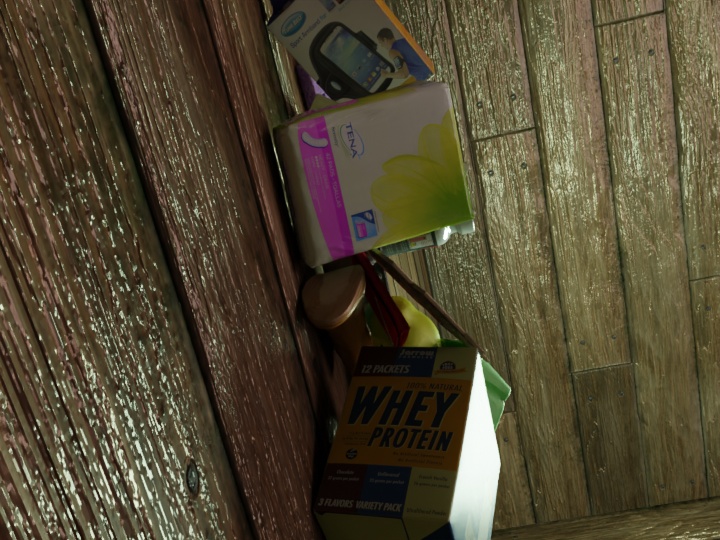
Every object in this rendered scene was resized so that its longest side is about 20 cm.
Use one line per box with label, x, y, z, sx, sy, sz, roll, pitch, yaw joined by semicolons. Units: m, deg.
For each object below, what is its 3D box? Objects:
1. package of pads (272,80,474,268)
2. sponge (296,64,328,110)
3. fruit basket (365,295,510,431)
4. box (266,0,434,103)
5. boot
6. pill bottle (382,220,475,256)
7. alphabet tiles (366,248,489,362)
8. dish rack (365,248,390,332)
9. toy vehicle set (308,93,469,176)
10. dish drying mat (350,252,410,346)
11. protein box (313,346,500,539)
package of pads;0.014;-0.108;0.875;0.068;0.195;0.159;-150;-134;-71
sponge;-0.019;-0.211;1.148;0.111;0.029;0.204;-38;127;-35
fruit basket;0.071;0.136;1.067;0.158;0.211;0.216;-64;161;-13
box;-0.017;-0.272;0.957;0.200;0.118;0.042;43;24;-27
boot;-0.014;0.062;0.912;0.202;0.069;0.147;-92;169;-66
pill bottle;0.083;-0.091;1.330;0.116;0.195;0.119;-11;90;-81
alphabet tiles;0.068;0.030;0.920;0.166;0.006;0.200;44;-1;-22
dish rack;0.004;0.017;1.152;0.200;0.053;0.158;-42;120;-80
toy vehicle set;0.027;-0.144;0.989;0.124;0.196;0.027;135;-21;-83
dish drying mat;0.000;0.000;0.997;0.202;0.018;0.077;59;-12;17
protein box;0.061;0.222;0.852;0.202;0.131;0.202;-71;153;-45
